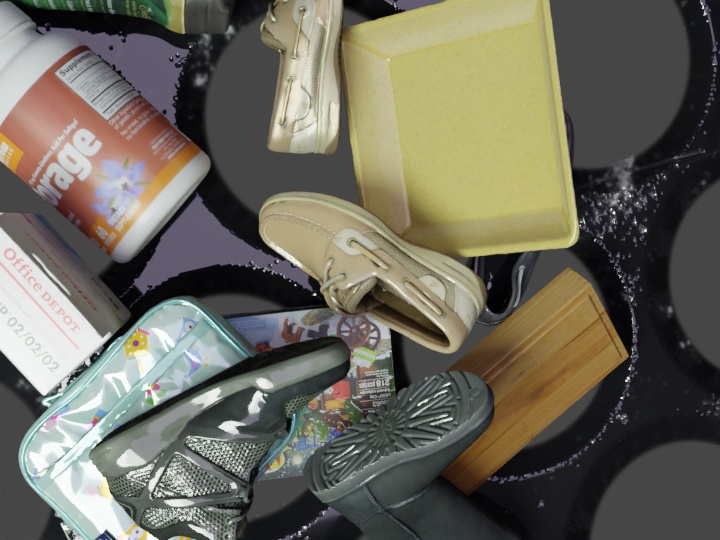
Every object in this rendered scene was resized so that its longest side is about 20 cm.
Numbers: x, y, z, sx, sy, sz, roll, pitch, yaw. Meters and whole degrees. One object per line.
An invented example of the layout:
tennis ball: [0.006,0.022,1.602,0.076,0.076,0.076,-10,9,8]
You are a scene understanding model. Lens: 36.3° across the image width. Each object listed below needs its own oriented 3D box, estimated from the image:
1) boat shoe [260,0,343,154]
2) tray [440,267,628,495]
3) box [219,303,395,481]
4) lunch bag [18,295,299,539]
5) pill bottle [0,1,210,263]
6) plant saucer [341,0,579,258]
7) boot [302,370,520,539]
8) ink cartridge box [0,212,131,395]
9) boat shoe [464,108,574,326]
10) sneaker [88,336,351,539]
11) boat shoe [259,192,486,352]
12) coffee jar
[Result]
boat shoe: [-0.049,-0.197,0.895,0.064,0.071,0.202,0,93,-8]
tray: [0.127,0.099,0.923,0.200,0.037,0.099,-39,126,-4]
box: [-0.070,0.102,0.920,0.198,0.038,0.138,-6,93,-7]
lunch bag: [-0.158,0.126,0.851,0.200,0.077,0.160,-45,97,-4]
pill bottle: [-0.224,-0.109,0.856,0.200,0.112,0.112,41,87,-6]
plant saucer: [0.083,-0.113,0.885,0.198,0.048,0.202,-6,94,36]
boot: [0.075,0.180,0.873,0.164,0.066,0.200,-28,125,19]
ink cartridge box: [-0.239,0.021,0.814,0.068,0.200,0.115,-42,96,-4]
boat shoe: [0.139,-0.048,0.927,0.072,0.063,0.202,21,89,-7]
sneaker: [-0.082,0.128,0.786,0.198,0.076,0.115,-29,96,-3]
boat shoe: [0.000,0.000,0.874,0.198,0.072,0.065,23,51,14]
coffee jar: [-0.193,-0.250,0.866,0.198,0.085,0.106,8,81,-7]
